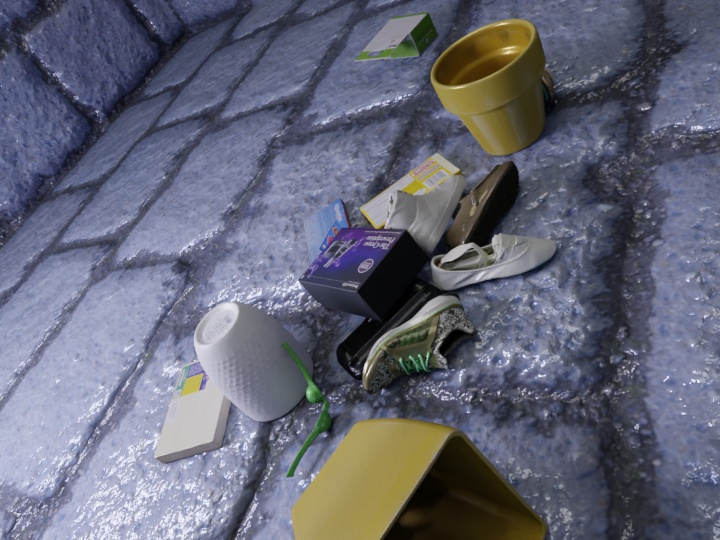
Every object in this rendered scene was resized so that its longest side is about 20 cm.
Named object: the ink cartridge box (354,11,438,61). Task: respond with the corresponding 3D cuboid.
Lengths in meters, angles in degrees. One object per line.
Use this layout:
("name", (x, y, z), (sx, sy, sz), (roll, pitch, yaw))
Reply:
("ink cartridge box", (0.099, -0.629, 1.634), (0.147, 0.076, 0.200), (17, 63, 47))

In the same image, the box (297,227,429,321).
("box", (0.000, 0.000, 1.013), (0.141, 0.079, 0.199), (-53, 29, -19))

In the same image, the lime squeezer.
("lime squeezer", (-0.081, 0.207, 0.888), (0.070, 0.038, 0.201), (-7, 69, 6))

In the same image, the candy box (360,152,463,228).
("candy box", (0.100, -0.155, 1.167), (0.199, 0.026, 0.102), (-36, 34, 1))

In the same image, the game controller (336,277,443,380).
("game controller", (0.046, 0.090, 0.947), (0.200, 0.042, 0.104), (-43, 23, -9))

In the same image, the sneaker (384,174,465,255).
("sneaker", (0.112, -0.126, 1.036), (0.115, 0.074, 0.200), (28, 49, 3))

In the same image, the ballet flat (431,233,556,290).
("ballet flat", (0.201, -0.021, 0.909), (0.199, 0.070, 0.070), (-18, 41, 23))

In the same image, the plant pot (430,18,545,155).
("plant pot", (0.258, -0.329, 1.090), (0.200, 0.189, 0.202), (-21, 39, 18))

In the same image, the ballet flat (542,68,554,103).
("ballet flat", (0.355, -0.400, 1.195), (0.065, 0.071, 0.200), (-23, 40, -6))

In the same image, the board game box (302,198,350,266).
("board game box", (-0.066, -0.070, 1.215), (0.103, 0.019, 0.201), (-30, 37, 12))

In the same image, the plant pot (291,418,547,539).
("plant pot", (0.043, 0.277, 0.629), (0.200, 0.200, 0.176), (-50, 27, -17))

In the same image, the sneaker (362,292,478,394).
("sneaker", (0.089, 0.120, 0.850), (0.200, 0.077, 0.089), (-41, 45, -2))

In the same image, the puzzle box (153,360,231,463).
("puzzle box", (-0.292, 0.242, 1.058), (0.132, 0.025, 0.201), (-20, 40, 21))

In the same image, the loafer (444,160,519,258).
("loafer", (0.206, -0.112, 0.994), (0.067, 0.076, 0.200), (17, 62, 40))

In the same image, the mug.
("mug", (-0.193, 0.127, 0.975), (0.147, 0.176, 0.200), (-37, 37, -2))
